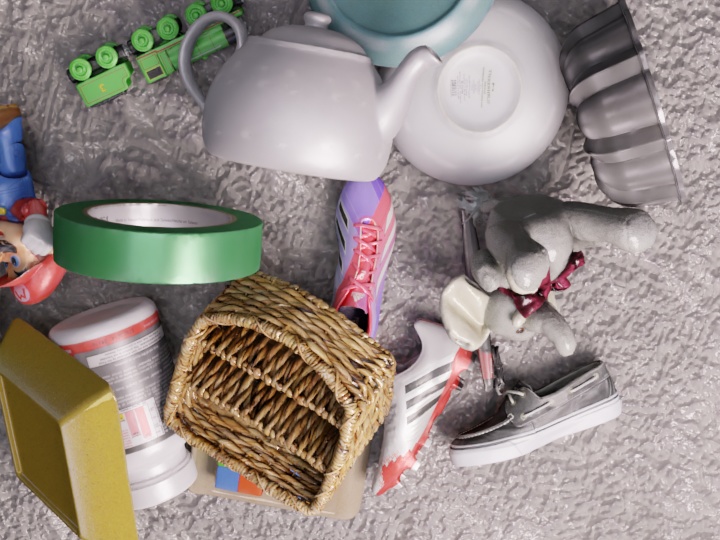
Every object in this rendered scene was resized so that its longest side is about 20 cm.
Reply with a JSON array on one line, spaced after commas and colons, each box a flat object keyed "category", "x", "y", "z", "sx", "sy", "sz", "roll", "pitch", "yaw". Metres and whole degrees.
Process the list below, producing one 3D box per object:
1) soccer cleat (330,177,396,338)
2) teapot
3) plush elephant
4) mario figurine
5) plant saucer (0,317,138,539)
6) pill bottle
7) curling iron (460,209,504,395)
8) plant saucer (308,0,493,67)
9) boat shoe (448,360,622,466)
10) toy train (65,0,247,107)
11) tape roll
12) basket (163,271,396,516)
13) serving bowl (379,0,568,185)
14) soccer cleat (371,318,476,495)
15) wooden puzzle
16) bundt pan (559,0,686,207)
[{"category": "soccer cleat", "x": 0.000, "y": 0.000, "z": 0.981, "sx": 0.066, "sy": 0.077, "sz": 0.202, "roll": 7, "pitch": 103, "yaw": -4}, {"category": "teapot", "x": -0.057, "y": -0.171, "z": 0.895, "sx": 0.198, "sy": 0.197, "sz": 0.148, "roll": 4, "pitch": 101, "yaw": -25}, {"category": "plush elephant", "x": 0.168, "y": 0.014, "z": 0.933, "sx": 0.163, "sy": 0.199, "sz": 0.156, "roll": -21, "pitch": 117, "yaw": -27}, {"category": "mario figurine", "x": -0.366, "y": -0.061, "z": 0.953, "sx": 0.105, "sy": 0.123, "sz": 0.202, "roll": -16, "pitch": 97, "yaw": -9}, {"category": "plant saucer", "x": -0.307, "y": 0.174, "z": 0.952, "sx": 0.048, "sy": 0.199, "sz": 0.202, "roll": -25, "pitch": 125, "yaw": -38}, {"category": "pill bottle", "x": -0.244, "y": 0.139, "z": 0.992, "sx": 0.115, "sy": 0.116, "sz": 0.202, "roll": -14, "pitch": 101, "yaw": 3}, {"category": "curling iron", "x": 0.126, "y": 0.035, "z": 1.009, "sx": 0.025, "sy": 0.050, "sz": 0.202, "roll": -11, "pitch": 96, "yaw": 11}, {"category": "plant saucer", "x": 0.038, "y": -0.301, "z": 0.914, "sx": 0.198, "sy": 0.027, "sz": 0.203, "roll": -1, "pitch": 87, "yaw": 12}, {"category": "boat shoe", "x": 0.183, "y": 0.152, "z": 1.024, "sx": 0.198, "sy": 0.072, "sz": 0.072, "roll": -20, "pitch": 93, "yaw": -6}, {"category": "toy train", "x": -0.203, "y": -0.225, "z": 0.957, "sx": 0.198, "sy": 0.042, "sz": 0.057, "roll": -23, "pitch": 110, "yaw": 5}, {"category": "tape roll", "x": -0.195, "y": -0.032, "z": 0.913, "sx": 0.198, "sy": 0.201, "sz": 0.049, "roll": 4, "pitch": 102, "yaw": -1}, {"category": "basket", "x": -0.082, "y": 0.112, "z": 0.913, "sx": 0.199, "sy": 0.149, "sz": 0.143, "roll": 29, "pitch": 146, "yaw": 17}, {"category": "serving bowl", "x": 0.116, "y": -0.183, "z": 0.949, "sx": 0.198, "sy": 0.066, "sz": 0.203, "roll": 0, "pitch": 102, "yaw": 1}, {"category": "soccer cleat", "x": 0.050, "y": 0.148, "z": 1.022, "sx": 0.085, "sy": 0.069, "sz": 0.201, "roll": 29, "pitch": 99, "yaw": 6}, {"category": "wooden puzzle", "x": -0.085, "y": 0.179, "z": 1.035, "sx": 0.198, "sy": 0.046, "sz": 0.187, "roll": 9, "pitch": 101, "yaw": -2}, {"category": "bundt pan", "x": 0.244, "y": -0.150, "z": 0.897, "sx": 0.075, "sy": 0.202, "sz": 0.204, "roll": -18, "pitch": 102, "yaw": 18}]
